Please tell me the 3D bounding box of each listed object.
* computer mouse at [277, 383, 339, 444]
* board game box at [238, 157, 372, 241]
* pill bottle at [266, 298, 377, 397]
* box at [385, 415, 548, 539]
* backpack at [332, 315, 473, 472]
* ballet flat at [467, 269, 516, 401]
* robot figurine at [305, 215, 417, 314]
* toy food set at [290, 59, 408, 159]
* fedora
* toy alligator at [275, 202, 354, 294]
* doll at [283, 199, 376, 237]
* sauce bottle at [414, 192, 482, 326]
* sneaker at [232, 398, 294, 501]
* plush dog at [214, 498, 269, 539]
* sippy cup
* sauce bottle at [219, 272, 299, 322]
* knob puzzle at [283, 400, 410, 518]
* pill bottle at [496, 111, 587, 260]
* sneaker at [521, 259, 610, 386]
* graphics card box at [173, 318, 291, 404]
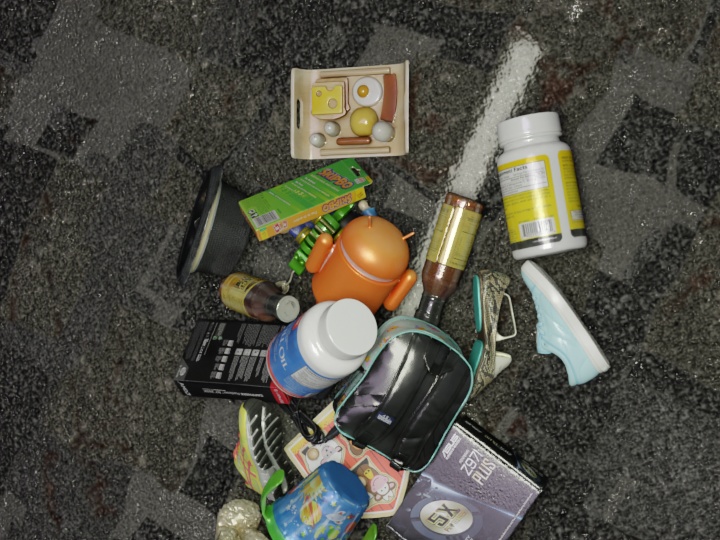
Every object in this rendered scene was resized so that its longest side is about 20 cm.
[{"bbox_3d":[-0.050,0.179,1.716,0.200,0.046,0.141,-44,64,13],"label":"computer mouse"},{"bbox_3d":[-0.083,-0.114,1.677,0.198,0.030,0.096,-25,38,-10],"label":"board game box"},{"bbox_3d":[-0.055,0.110,1.586,0.200,0.111,0.114,-38,77,56],"label":"pill bottle"},{"bbox_3d":[0.163,0.353,1.646,0.163,0.086,0.201,36,100,14],"label":"box"},{"bbox_3d":[0.069,0.173,1.627,0.174,0.154,0.202,31,105,-8],"label":"backpack"},{"bbox_3d":[0.201,0.102,1.650,0.074,0.068,0.204,6,91,-6],"label":"ballet flat"},{"bbox_3d":[0.002,0.000,1.637,0.144,0.116,0.201,44,127,13],"label":"robot figurine"},{"bbox_3d":[-0.016,-0.254,1.710,0.196,0.060,0.146,0,91,16],"label":"toy food set"},{"bbox_3d":[-0.228,-0.063,1.744,0.090,0.201,0.204,17,96,-15],"label":"fedora"},{"bbox_3d":[-0.079,-0.032,1.683,0.059,0.054,0.201,42,104,8],"label":"toy alligator"},{"bbox_3d":[-0.028,-0.051,1.721,0.197,0.048,0.139,22,101,12],"label":"doll"},{"bbox_3d":[0.130,-0.016,1.658,0.065,0.066,0.203,21,98,15],"label":"sauce bottle"},{"bbox_3d":[-0.172,0.287,1.723,0.089,0.078,0.203,11,126,30],"label":"sneaker"},{"bbox_3d":[-0.154,0.483,1.726,0.169,0.160,0.204,7,92,-7],"label":"plush dog"},{"bbox_3d":[-0.058,0.372,1.677,0.131,0.177,0.140,-50,57,17],"label":"sippy cup"},{"bbox_3d":[-0.157,0.044,1.696,0.199,0.065,0.067,12,95,56],"label":"sauce bottle"},{"bbox_3d":[-0.006,0.308,1.726,0.216,0.030,0.224,0,90,16],"label":"knob puzzle"},{"bbox_3d":[0.264,-0.124,1.598,0.112,0.114,0.204,-10,87,16],"label":"pill bottle"},{"bbox_3d":[0.286,0.082,1.614,0.081,0.074,0.202,-35,80,11],"label":"sneaker"},{"bbox_3d":[-0.189,0.143,1.731,0.197,0.051,0.127,2,52,20],"label":"graphics card box"}]
